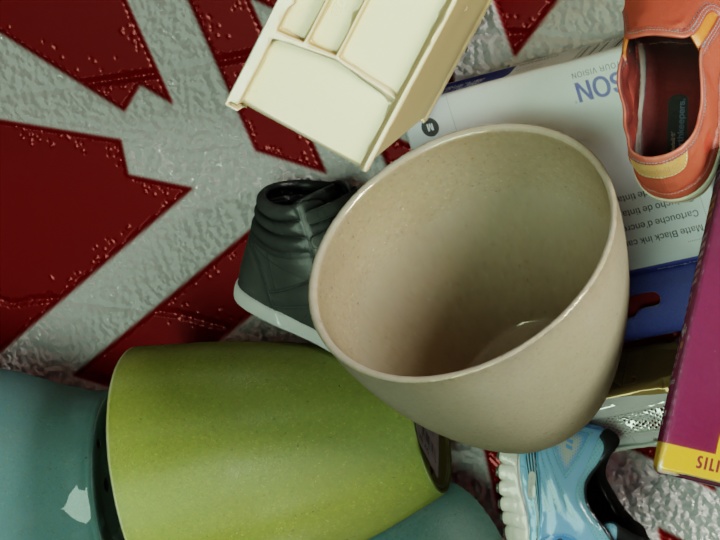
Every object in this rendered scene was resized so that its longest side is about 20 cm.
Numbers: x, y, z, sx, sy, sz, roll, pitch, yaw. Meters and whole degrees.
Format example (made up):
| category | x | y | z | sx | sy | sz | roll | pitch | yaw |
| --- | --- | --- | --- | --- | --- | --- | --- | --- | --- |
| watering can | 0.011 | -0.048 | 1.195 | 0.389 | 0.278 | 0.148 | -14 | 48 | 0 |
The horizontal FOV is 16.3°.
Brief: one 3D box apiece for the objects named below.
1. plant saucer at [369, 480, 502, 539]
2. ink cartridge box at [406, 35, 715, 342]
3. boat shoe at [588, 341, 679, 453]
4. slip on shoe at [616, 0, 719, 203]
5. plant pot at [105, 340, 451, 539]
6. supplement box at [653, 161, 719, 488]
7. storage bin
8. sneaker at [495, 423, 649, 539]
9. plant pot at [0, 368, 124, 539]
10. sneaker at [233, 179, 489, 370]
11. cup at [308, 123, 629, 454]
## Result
| category | x | y | z | sx | sy | sz | roll | pitch | yaw |
| --- | --- | --- | --- | --- | --- | --- | --- | --- | --- |
| plant saucer | 0.026 | 0.240 | 1.724 | 0.200 | 0.039 | 0.203 | -7 | 81 | 47 |
| ink cartridge box | 0.142 | -0.040 | 1.612 | 0.198 | 0.041 | 0.201 | -14 | 104 | 30 |
| boat shoe | 0.230 | 0.082 | 1.609 | 0.199 | 0.071 | 0.070 | -8 | 121 | 26 |
| slip on shoe | 0.186 | -0.143 | 1.497 | 0.074 | 0.061 | 0.202 | -2 | 75 | 22 |
| plant pot | -0.045 | 0.126 | 1.705 | 0.198 | 0.187 | 0.188 | -11 | 106 | 15 |
| supplement box | 0.258 | 0.037 | 1.494 | 0.130 | 0.103 | 0.202 | 12 | 88 | 6 |
| storage bin | 0.026 | -0.177 | 1.496 | 0.093 | 0.200 | 0.199 | 30 | 106 | 5 |
| sneaker | 0.141 | 0.191 | 1.611 | 0.089 | 0.078 | 0.202 | -3 | 101 | 19 |
| plant pot | -0.259 | 0.158 | 1.809 | 0.186 | 0.200 | 0.202 | -6 | 109 | 11 |
| sneaker | 0.000 | 0.000 | 1.670 | 0.199 | 0.071 | 0.100 | 20 | 122 | 29 |
| cup | 0.086 | 0.031 | 1.551 | 0.199 | 0.201 | 0.144 | -5 | 138 | 27 |
